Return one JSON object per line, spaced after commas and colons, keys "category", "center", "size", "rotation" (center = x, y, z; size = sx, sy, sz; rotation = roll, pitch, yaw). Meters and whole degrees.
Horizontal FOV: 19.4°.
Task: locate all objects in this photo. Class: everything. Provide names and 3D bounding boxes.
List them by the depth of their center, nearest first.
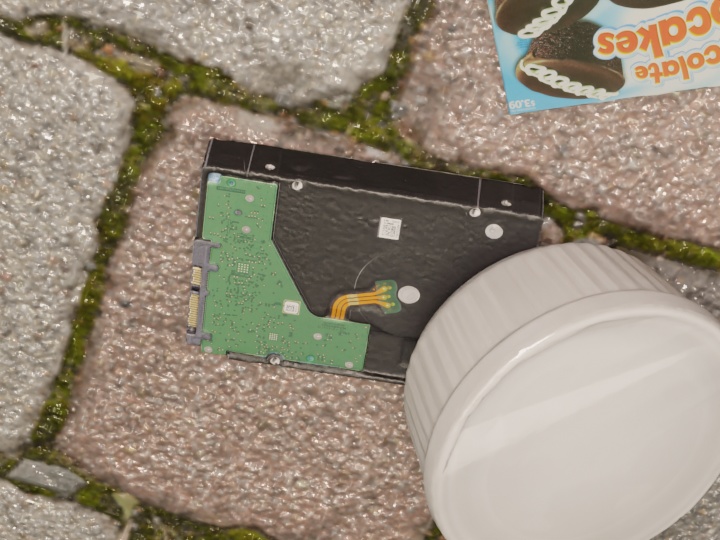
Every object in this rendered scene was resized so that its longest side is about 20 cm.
{"category": "snack box", "center": [0.168, -0.153, 1.122], "size": [0.199, 0.037, 0.116], "rotation": [-8, 124, 11]}
{"category": "ramekin", "center": [0.117, 0.074, 1.219], "size": [0.202, 0.094, 0.203], "rotation": [-13, 131, -15]}
{"category": "hard drive", "center": [0.000, 0.000, 1.247], "size": [0.199, 0.038, 0.140], "rotation": [8, 125, 0]}
